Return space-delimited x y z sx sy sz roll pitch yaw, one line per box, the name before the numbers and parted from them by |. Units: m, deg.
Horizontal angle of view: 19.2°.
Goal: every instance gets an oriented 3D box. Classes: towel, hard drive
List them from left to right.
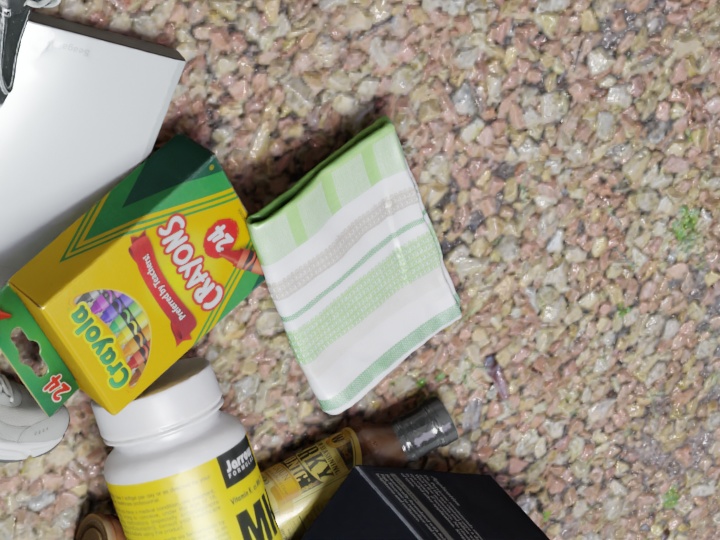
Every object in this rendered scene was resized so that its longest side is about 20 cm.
hard drive | -0.219 -0.077 1.504 0.132 0.026 0.200 12 112 -30
towel | 0.000 0.000 1.613 0.149 0.031 0.200 -40 133 -22

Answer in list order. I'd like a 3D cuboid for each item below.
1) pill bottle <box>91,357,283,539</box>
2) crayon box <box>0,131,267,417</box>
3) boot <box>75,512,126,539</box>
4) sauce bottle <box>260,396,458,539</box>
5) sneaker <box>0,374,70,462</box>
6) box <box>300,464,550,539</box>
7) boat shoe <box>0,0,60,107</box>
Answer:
pill bottle | -0.127 0.175 1.603 0.114 0.114 0.200 -21 102 -13
crayon box | -0.165 0.013 1.525 0.200 0.051 0.127 -43 136 -15
boot | -0.145 0.257 1.705 0.155 0.074 0.200 -16 126 -22
sauce bottle | -0.017 0.164 1.711 0.200 0.065 0.065 -28 125 -10
sneaker | -0.293 0.075 1.528 0.200 0.076 0.092 15 106 -32
box | 0.031 0.269 1.711 0.200 0.117 0.197 12 119 -53
boat shoe | -0.227 -0.198 1.389 0.068 0.074 0.200 7 103 5
